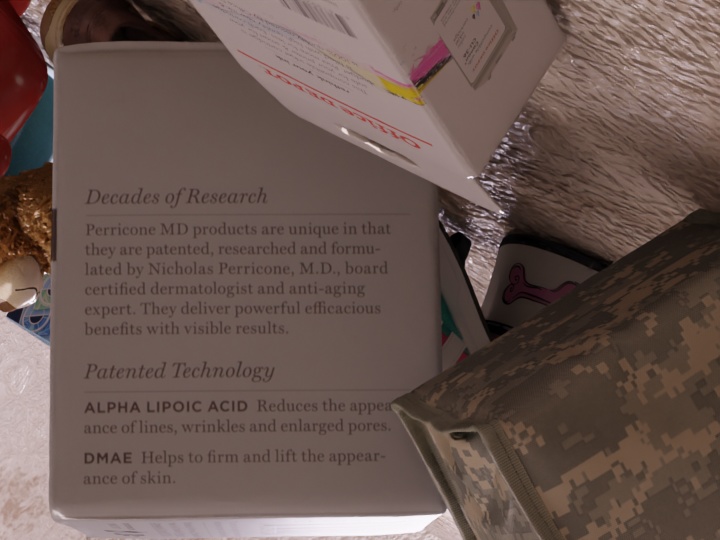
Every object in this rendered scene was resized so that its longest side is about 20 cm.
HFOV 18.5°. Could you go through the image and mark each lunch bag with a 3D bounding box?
[{"bbox_3d":[0.136,0.099,0.876,0.200,0.164,0.118,61,164,-12],"label":"lunch bag"}]

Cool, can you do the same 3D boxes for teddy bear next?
[{"bbox_3d":[-0.128,-0.030,1.147,0.145,0.200,0.067,30,140,68],"label":"teddy bear"}]

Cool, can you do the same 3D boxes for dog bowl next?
[{"bbox_3d":[0.142,0.065,1.180,0.200,0.074,0.200,32,172,5],"label":"dog bowl"}]

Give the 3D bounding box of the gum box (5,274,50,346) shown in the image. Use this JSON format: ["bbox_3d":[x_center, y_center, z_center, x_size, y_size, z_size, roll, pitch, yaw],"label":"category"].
[{"bbox_3d":[-0.115,0.001,1.429,0.200,0.170,0.045,25,169,41],"label":"gum box"}]

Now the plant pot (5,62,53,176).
[{"bbox_3d":[-0.334,-0.125,1.515,0.188,0.200,0.200,46,177,23],"label":"plant pot"}]

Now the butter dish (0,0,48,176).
[{"bbox_3d":[-0.247,-0.095,1.205,0.148,0.200,0.199,42,176,26],"label":"butter dish"}]

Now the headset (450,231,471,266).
[{"bbox_3d":[0.000,0.000,1.257,0.123,0.094,0.200,30,171,23],"label":"headset"}]

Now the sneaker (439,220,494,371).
[{"bbox_3d":[0.015,0.068,1.099,0.084,0.120,0.200,98,149,-62],"label":"sneaker"}]

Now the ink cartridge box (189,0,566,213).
[{"bbox_3d":[-0.004,-0.104,0.777,0.116,0.068,0.200,29,169,29],"label":"ink cartridge box"}]

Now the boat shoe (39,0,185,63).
[{"bbox_3d":[-0.093,-0.084,1.222,0.072,0.072,0.200,26,163,46],"label":"boat shoe"}]

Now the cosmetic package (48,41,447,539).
[{"bbox_3d":[-0.048,0.015,0.984,0.164,0.201,0.165,-1,170,-2],"label":"cosmetic package"}]
